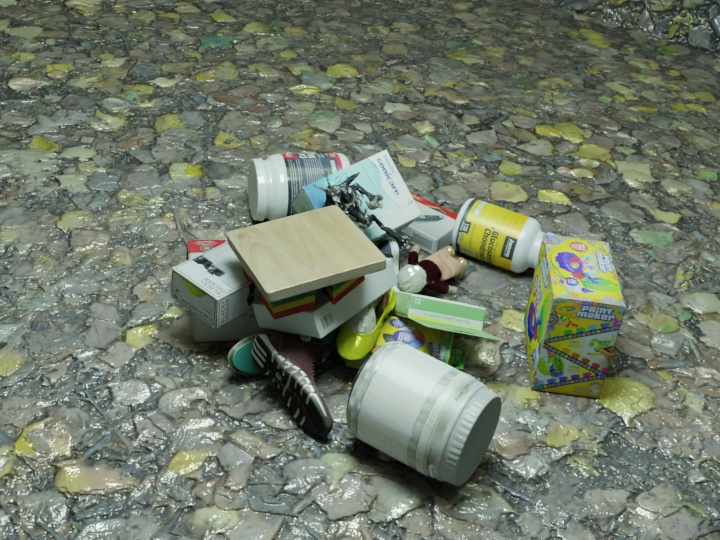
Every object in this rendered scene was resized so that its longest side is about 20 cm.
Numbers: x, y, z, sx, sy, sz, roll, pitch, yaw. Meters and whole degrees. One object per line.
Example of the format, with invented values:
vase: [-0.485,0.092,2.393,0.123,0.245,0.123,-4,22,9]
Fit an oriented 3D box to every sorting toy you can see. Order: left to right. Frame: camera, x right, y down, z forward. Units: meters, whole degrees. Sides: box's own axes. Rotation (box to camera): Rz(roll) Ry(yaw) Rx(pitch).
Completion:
sorting toy: [-0.087,-0.010,1.574,0.197,0.070,0.200,-16,34,-19]

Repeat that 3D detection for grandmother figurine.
grandmother figurine: [0.131,0.005,1.850,0.121,0.061,0.199,37,27,22]

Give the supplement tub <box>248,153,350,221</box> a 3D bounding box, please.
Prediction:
supplement tub: [-0.122,-0.167,2.023,0.198,0.142,0.141,-3,34,-16]

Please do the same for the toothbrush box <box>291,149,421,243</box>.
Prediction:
toothbrush box: [-0.007,-0.119,1.885,0.199,0.085,0.147,-28,85,-25]

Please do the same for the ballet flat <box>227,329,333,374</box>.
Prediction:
ballet flat: [-0.140,0.125,1.657,0.198,0.071,0.071,-15,39,-30]

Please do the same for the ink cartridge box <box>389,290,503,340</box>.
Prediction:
ink cartridge box: [0.148,0.075,1.698,0.144,0.049,0.200,11,-1,-17]

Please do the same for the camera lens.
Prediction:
camera lens: [0.090,0.210,1.479,0.199,0.161,0.160,25,37,24]

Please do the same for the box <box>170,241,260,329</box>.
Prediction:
box: [-0.205,0.010,1.659,0.116,0.061,0.199,32,41,29]

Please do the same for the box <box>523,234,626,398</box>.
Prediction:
box: [0.363,0.076,1.708,0.121,0.194,0.201,7,32,0]

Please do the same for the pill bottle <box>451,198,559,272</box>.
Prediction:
pill bottle: [0.290,-0.063,1.975,0.198,0.113,0.112,21,35,20]

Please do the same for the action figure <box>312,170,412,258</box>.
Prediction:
action figure: [-0.001,-0.094,1.772,0.200,0.119,0.102,41,7,-9]

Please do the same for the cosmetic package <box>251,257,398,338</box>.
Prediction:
cosmetic package: [-0.057,0.037,1.642,0.150,0.052,0.199,3,28,44]

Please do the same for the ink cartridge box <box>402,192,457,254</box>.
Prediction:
ink cartridge box: [0.126,-0.120,2.091,0.199,0.045,0.176,28,39,27]

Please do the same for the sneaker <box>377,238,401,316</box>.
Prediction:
sneaker: [0.000,-0.001,1.855,0.144,0.078,0.203,7,34,-5]

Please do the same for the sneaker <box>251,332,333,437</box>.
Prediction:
sneaker: [-0.076,0.164,1.569,0.115,0.076,0.200,-18,58,-39]

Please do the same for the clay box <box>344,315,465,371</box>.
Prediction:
clay box: [0.081,0.133,1.695,0.198,0.048,0.115,10,33,6]

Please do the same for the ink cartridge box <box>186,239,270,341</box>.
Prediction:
ink cartridge box: [-0.230,0.033,1.750,0.143,0.084,0.201,-1,34,-14]

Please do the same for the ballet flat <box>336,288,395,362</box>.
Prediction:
ballet flat: [0.011,0.073,1.669,0.066,0.068,0.200,17,35,14]
